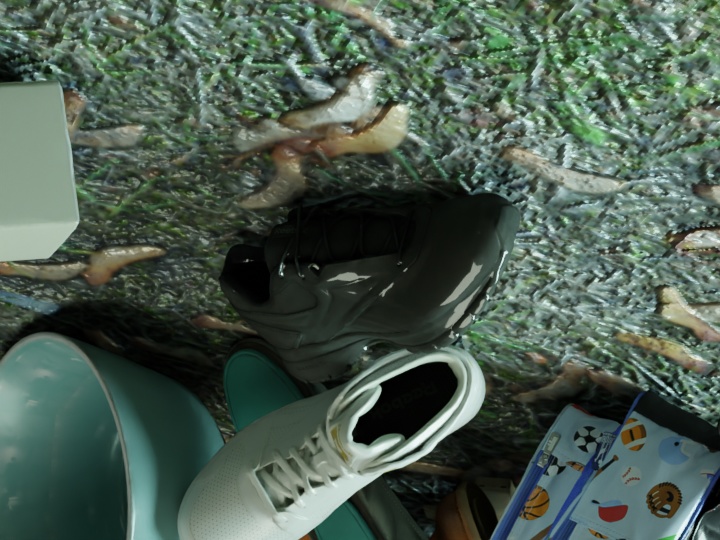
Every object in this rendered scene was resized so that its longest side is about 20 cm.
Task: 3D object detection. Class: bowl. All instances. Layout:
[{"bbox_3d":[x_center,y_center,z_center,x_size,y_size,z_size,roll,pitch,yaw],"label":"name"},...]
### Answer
[{"bbox_3d":[-0.149,0.139,1.512,0.105,0.202,0.200,3,160,-37],"label":"bowl"}]

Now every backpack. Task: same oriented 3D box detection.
[{"bbox_3d":[0.153,0.184,1.460,0.153,0.191,0.200,16,155,26],"label":"backpack"}]

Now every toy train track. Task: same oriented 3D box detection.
[{"bbox_3d":[0.106,0.196,1.656,0.114,0.033,0.200,1,150,17],"label":"toy train track"}]

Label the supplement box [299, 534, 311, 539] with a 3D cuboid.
[{"bbox_3d":[-0.067,0.189,1.625,0.069,0.067,0.200,-22,170,-48],"label":"supplement box"}]

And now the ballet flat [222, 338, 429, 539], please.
[{"bbox_3d":[-0.015,0.126,1.498,0.067,0.064,0.201,-32,89,33],"label":"ballet flat"}]

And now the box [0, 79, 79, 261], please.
[{"bbox_3d":[-0.246,-0.045,1.232,0.199,0.083,0.068,-2,164,-23],"label":"box"}]

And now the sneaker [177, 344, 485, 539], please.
[{"bbox_3d":[-0.022,0.099,1.385,0.199,0.074,0.116,-33,174,0],"label":"sneaker"}]

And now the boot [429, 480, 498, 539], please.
[{"bbox_3d":[0.018,0.208,1.583,0.154,0.077,0.200,-8,148,2],"label":"boot"}]

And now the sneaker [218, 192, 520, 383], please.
[{"bbox_3d":[0.000,0.000,1.316,0.091,0.076,0.200,39,138,-26],"label":"sneaker"}]
